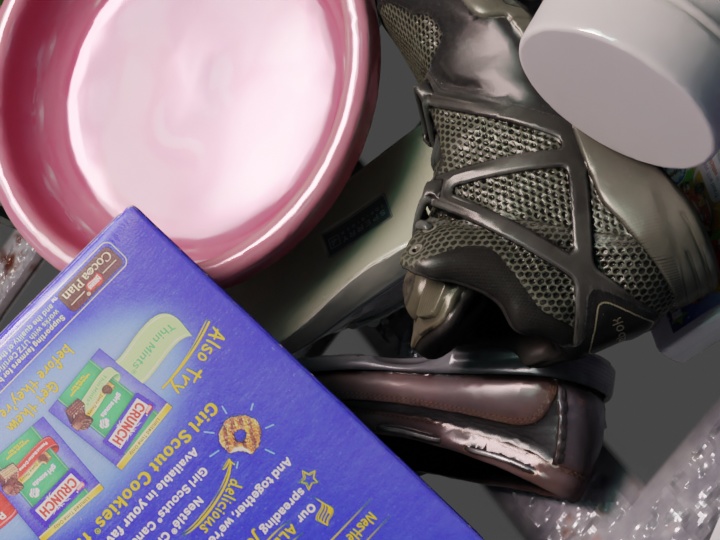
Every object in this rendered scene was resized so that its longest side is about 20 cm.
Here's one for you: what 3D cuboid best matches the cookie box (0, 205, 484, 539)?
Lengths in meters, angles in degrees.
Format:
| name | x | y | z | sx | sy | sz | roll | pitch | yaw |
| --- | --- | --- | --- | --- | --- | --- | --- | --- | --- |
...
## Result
| name | x | y | z | sx | sy | sz | roll | pitch | yaw |
| --- | --- | --- | --- | --- | --- | --- | --- | --- | --- |
| cookie box | -0.077 | 0.106 | 0.784 | 0.200 | 0.075 | 0.171 | 44 | 84 | 9 |

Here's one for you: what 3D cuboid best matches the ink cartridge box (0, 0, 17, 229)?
| name | x | y | z | sx | sy | sz | roll | pitch | yaw |
| --- | --- | --- | --- | --- | --- | --- | --- | --- | --- |
| ink cartridge box | -0.146 | -0.092 | 1.002 | 0.083 | 0.200 | 0.147 | 2 | 72 | 45 |

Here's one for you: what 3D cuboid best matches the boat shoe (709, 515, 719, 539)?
| name | x | y | z | sx | sy | sz | roll | pitch | yaw |
| --- | --- | --- | --- | --- | --- | --- | --- | --- | --- |
| boat shoe | 0.143 | 0.113 | 0.636 | 0.066 | 0.070 | 0.200 | 14 | 35 | 26 |

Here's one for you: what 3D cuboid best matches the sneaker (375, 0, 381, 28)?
| name | x | y | z | sx | sy | sz | roll | pitch | yaw |
| --- | --- | --- | --- | --- | --- | --- | --- | --- | --- |
| sneaker | -0.029 | -0.103 | 0.984 | 0.200 | 0.086 | 0.080 | -43 | 22 | -7 |

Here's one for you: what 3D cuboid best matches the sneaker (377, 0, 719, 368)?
| name | x | y | z | sx | sy | sz | roll | pitch | yaw |
| --- | --- | --- | --- | --- | --- | --- | --- | --- | --- |
| sneaker | 0.042 | -0.041 | 0.784 | 0.114 | 0.076 | 0.199 | -32 | 65 | -7 |

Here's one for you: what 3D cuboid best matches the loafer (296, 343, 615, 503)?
| name | x | y | z | sx | sy | sz | roll | pitch | yaw |
| --- | --- | --- | --- | --- | --- | --- | --- | --- | --- |
| loafer | 0.018 | 0.070 | 0.839 | 0.200 | 0.072 | 0.063 | -9 | 68 | 41 |

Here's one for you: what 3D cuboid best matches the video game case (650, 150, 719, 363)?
| name | x | y | z | sx | sy | sz | roll | pitch | yaw |
| --- | --- | --- | --- | --- | --- | --- | --- | --- | --- |
| video game case | 0.182 | -0.072 | 0.778 | 0.200 | 0.018 | 0.143 | -37 | 47 | 28 |

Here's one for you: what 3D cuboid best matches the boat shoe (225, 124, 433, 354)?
| name | x | y | z | sx | sy | sz | roll | pitch | yaw |
| --- | --- | --- | --- | --- | --- | --- | --- | --- | --- |
| boat shoe | 0.000 | -0.001 | 0.894 | 0.201 | 0.072 | 0.070 | -30 | 57 | 24 |

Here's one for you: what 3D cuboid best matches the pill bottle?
| name | x | y | z | sx | sy | sz | roll | pitch | yaw |
| --- | --- | --- | --- | --- | --- | --- | --- | --- | --- |
| pill bottle | 0.144 | -0.141 | 0.729 | 0.111 | 0.111 | 0.200 | 13 | 65 | 50 |

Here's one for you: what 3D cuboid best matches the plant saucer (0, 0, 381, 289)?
| name | x | y | z | sx | sy | sz | roll | pitch | yaw |
| --- | --- | --- | --- | --- | --- | --- | --- | --- | --- |
| plant saucer | -0.077 | -0.084 | 0.883 | 0.200 | 0.051 | 0.201 | -4 | 80 | 24 |
